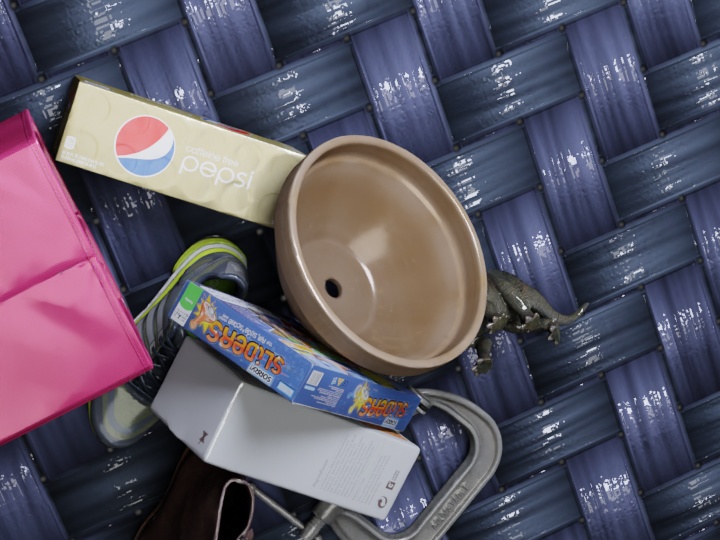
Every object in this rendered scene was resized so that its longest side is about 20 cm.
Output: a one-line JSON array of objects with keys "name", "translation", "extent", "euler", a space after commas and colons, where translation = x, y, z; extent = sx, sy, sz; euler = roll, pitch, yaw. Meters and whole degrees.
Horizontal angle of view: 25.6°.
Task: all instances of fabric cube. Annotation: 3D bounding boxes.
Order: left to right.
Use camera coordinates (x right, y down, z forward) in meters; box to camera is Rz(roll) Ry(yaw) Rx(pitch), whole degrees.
[{"name": "fabric cube", "translation": [-0.296, 0.015, 1.216], "extent": [0.198, 0.196, 0.201], "euler": [-27, 107, -8]}]

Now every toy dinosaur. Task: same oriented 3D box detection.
[{"name": "toy dinosaur", "translation": [0.112, 0.031, 1.381], "extent": [0.199, 0.102, 0.077], "euler": [-20, 135, -23]}]

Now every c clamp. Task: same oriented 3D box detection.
[{"name": "c clamp", "translation": [0.026, 0.181, 1.419], "extent": [0.200, 0.027, 0.171], "euler": [-45, 108, -2]}]

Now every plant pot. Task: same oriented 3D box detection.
[{"name": "plant pot", "translation": [0.000, 0.000, 1.296], "extent": [0.200, 0.093, 0.202], "euler": [20, 55, -31]}]

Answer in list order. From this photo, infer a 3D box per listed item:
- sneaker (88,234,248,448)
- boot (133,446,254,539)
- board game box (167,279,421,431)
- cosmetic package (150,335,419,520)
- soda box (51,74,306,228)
[{"name": "sneaker", "translation": [-0.160, 0.063, 1.320], "extent": [0.074, 0.081, 0.201], "euler": [32, 92, -17]}, {"name": "boot", "translation": [-0.142, 0.239, 1.315], "extent": [0.072, 0.166, 0.202], "euler": [14, 97, -16]}, {"name": "board game box", "translation": [-0.048, 0.071, 1.270], "extent": [0.035, 0.135, 0.200], "euler": [-60, 151, 3]}, {"name": "cosmetic package", "translation": [-0.060, 0.130, 1.297], "extent": [0.199, 0.101, 0.072], "euler": [24, 95, -39]}, {"name": "soda box", "translation": [-0.148, -0.095, 1.301], "extent": [0.199, 0.064, 0.068], "euler": [17, 96, -16]}]
